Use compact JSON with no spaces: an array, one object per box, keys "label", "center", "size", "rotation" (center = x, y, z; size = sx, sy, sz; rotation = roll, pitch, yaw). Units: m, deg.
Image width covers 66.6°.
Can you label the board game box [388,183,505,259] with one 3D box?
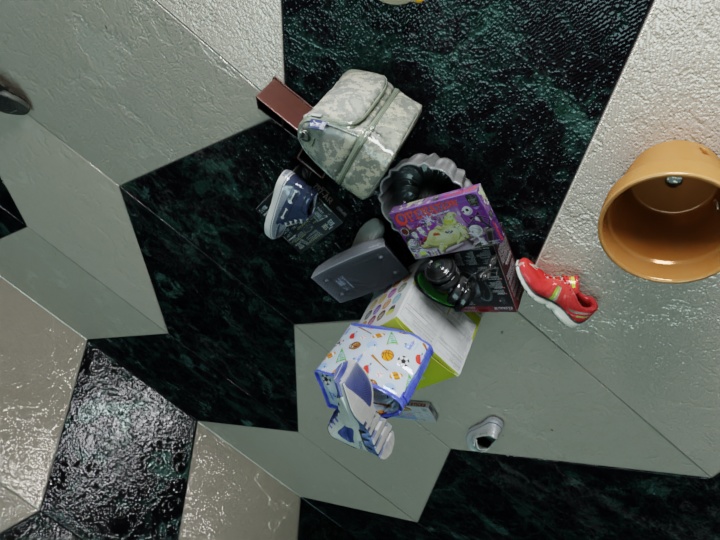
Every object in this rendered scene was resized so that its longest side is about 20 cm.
[{"label":"board game box","center":[0.161,-0.088,1.043],"size":[0.197,0.032,0.121],"rotation":[-11,120,41]}]

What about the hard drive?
[{"label":"hard drive","center":[0.000,0.000,1.246],"size":[0.197,0.043,0.135],"rotation":[-23,137,25]}]

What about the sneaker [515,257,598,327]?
[{"label":"sneaker","center":[0.396,0.029,1.102],"size":[0.198,0.078,0.085],"rotation":[35,131,-14]}]

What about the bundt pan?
[{"label":"bundt pan","center":[0.138,-0.145,1.079],"size":[0.198,0.076,0.204],"rotation":[19,140,17]}]

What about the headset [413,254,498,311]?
[{"label":"headset","center":[0.194,0.015,1.112],"size":[0.123,0.095,0.199],"rotation":[42,157,-17]}]

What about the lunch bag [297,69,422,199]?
[{"label":"lunch bag","center":[-0.004,-0.251,0.968],"size":[0.166,0.202,0.140],"rotation":[32,141,-3]}]

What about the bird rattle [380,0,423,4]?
[{"label":"bird rattle","center":[0.025,-0.466,0.808],"size":[0.196,0.114,0.164],"rotation":[14,154,27]}]

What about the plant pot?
[{"label":"plant pot","center":[0.477,-0.101,0.841],"size":[0.196,0.141,0.203],"rotation":[19,139,17]}]

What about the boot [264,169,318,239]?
[{"label":"boot","center":[-0.156,-0.125,1.233],"size":[0.089,0.073,0.202],"rotation":[34,141,8]}]

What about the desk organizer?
[{"label":"desk organizer","center":[-0.125,-0.287,1.110],"size":[0.199,0.078,0.072],"rotation":[38,141,-6]}]

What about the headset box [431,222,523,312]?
[{"label":"headset box","center":[0.251,0.006,1.161],"size":[0.146,0.078,0.202],"rotation":[-3,130,37]}]

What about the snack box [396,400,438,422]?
[{"label":"snack box","center":[0.146,0.440,1.732],"size":[0.197,0.025,0.073],"rotation":[-5,129,38]}]

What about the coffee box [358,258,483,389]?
[{"label":"coffee box","center":[0.130,0.131,1.277],"size":[0.199,0.199,0.199],"rotation":[41,141,-12]}]

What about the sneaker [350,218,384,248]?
[{"label":"sneaker","center":[0.025,-0.044,1.286],"size":[0.080,0.075,0.201],"rotation":[10,142,-22]}]

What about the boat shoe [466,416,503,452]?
[{"label":"boat shoe","center":[0.354,0.497,1.613],"size":[0.072,0.067,0.202],"rotation":[25,141,9]}]

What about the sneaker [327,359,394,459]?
[{"label":"sneaker","center":[-0.023,0.273,1.039],"size":[0.113,0.081,0.203],"rotation":[-8,116,35]}]

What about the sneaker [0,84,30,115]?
[{"label":"sneaker","center":[-1.006,-0.506,1.501],"size":[0.196,0.117,0.076],"rotation":[17,144,-28]}]

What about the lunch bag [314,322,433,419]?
[{"label":"lunch bag","center":[0.036,0.208,1.126],"size":[0.196,0.171,0.126],"rotation":[0,125,33]}]

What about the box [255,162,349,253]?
[{"label":"box","center":[-0.140,-0.142,1.300],"size":[0.160,0.044,0.199],"rotation":[44,140,-13]}]
